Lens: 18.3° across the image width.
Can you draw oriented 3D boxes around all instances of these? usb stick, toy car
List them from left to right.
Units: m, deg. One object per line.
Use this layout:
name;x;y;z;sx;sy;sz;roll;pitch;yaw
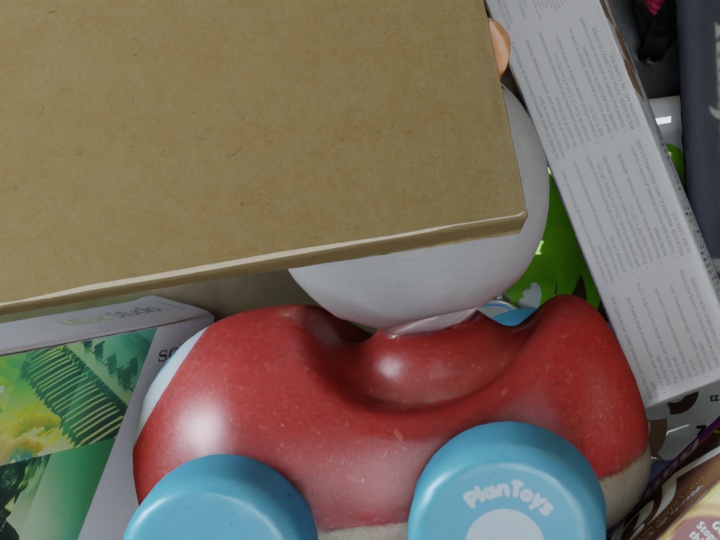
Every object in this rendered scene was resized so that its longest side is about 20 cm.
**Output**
toy car;0.000;0.000;0.751;0.177;0.184;0.200;-7;101;9
usb stick;0.140;-0.066;0.795;0.055;0.033;0.200;2;111;22

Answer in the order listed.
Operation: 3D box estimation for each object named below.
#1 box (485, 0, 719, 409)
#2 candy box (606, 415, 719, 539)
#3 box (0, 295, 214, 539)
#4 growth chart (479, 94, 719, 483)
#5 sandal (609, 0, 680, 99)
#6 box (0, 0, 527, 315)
box;0.085;-0.051;0.798;0.041;0.039;0.200;-23;86;14
candy box;0.081;0.128;0.734;0.056;0.117;0.200;45;98;3
box;-0.116;0.115;0.803;0.036;0.144;0.200;12;102;32
growth chart;0.111;0.025;0.856;0.145;0.018;0.200;-16;108;4
sandal;0.129;-0.139;0.816;0.075;0.045;0.200;24;103;-11
box;-0.062;-0.075;0.686;0.200;0.021;0.164;-10;79;-6
